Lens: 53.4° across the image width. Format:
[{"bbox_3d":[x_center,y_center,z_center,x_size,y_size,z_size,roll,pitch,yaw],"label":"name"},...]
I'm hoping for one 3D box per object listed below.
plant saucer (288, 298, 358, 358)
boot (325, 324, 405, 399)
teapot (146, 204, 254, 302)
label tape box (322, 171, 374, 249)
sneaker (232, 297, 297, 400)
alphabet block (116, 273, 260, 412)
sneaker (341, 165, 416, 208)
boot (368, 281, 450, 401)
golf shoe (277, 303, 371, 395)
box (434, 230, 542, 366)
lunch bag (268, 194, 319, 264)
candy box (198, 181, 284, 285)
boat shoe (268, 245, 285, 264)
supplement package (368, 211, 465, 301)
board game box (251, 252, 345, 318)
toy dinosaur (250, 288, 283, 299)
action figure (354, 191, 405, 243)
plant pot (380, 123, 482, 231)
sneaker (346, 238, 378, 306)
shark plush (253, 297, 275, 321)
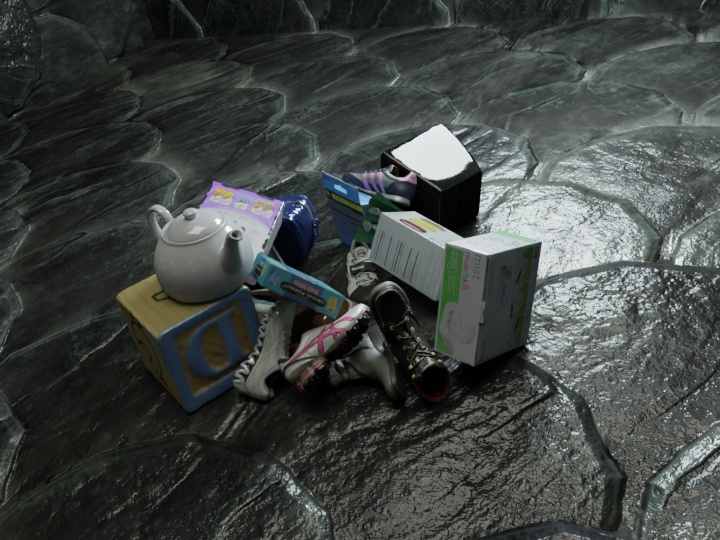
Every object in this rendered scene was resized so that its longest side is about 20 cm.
[{"bbox_3d":[-0.086,0.109,1.418,0.199,0.035,0.201,-20,24,9],"label":"plant saucer"},{"bbox_3d":[0.000,0.188,1.307,0.130,0.068,0.200,-25,32,-2],"label":"boot"},{"bbox_3d":[-0.298,-0.048,1.316,0.199,0.147,0.198,-12,33,0],"label":"teapot"},{"bbox_3d":[-0.006,-0.137,1.651,0.066,0.201,0.143,-33,39,-24],"label":"label tape box"},{"bbox_3d":[-0.159,0.148,1.342,0.081,0.075,0.201,21,83,27],"label":"sneaker"},{"bbox_3d":[-0.321,0.113,1.387,0.196,0.196,0.200,-29,36,-28],"label":"alphabet block"},{"bbox_3d":[0.047,-0.207,1.645,0.199,0.083,0.070,23,2,33],"label":"sneaker"},{"bbox_3d":[0.086,0.126,1.244,0.073,0.201,0.151,-26,40,-9],"label":"boot"},{"bbox_3d":[-0.064,0.126,1.296,0.092,0.073,0.200,37,72,26],"label":"golf shoe"},{"bbox_3d":[0.227,0.045,1.265,0.096,0.201,0.176,20,23,41],"label":"box"},{"bbox_3d":[-0.194,-0.103,1.718,0.199,0.137,0.133,-2,35,16],"label":"lunch bag"},{"bbox_3d":[-0.272,-0.082,1.532,0.167,0.072,0.201,17,47,0],"label":"candy box"},{"bbox_3d":[-0.238,-0.049,1.621,0.074,0.201,0.062,-37,-6,30],"label":"boat shoe"},{"bbox_3d":[0.131,-0.035,1.487,0.113,0.110,0.200,-7,31,-46],"label":"supplement package"},{"bbox_3d":[-0.126,0.026,1.364,0.150,0.047,0.200,25,0,-16],"label":"board game box"},{"bbox_3d":[-0.176,0.045,1.527,0.199,0.061,0.106,-3,-10,-43],"label":"toy dinosaur"},{"bbox_3d":[0.088,-0.092,1.609,0.199,0.119,0.055,16,19,-42],"label":"action figure"},{"bbox_3d":[0.180,-0.199,1.709,0.199,0.201,0.177,-29,48,-25],"label":"plant pot"},{"bbox_3d":[0.000,0.000,1.553,0.074,0.089,0.200,-11,34,-2],"label":"sneaker"},{"bbox_3d":[-0.213,0.087,1.527,0.083,0.091,0.200,-22,8,-17],"label":"shark plush"}]
